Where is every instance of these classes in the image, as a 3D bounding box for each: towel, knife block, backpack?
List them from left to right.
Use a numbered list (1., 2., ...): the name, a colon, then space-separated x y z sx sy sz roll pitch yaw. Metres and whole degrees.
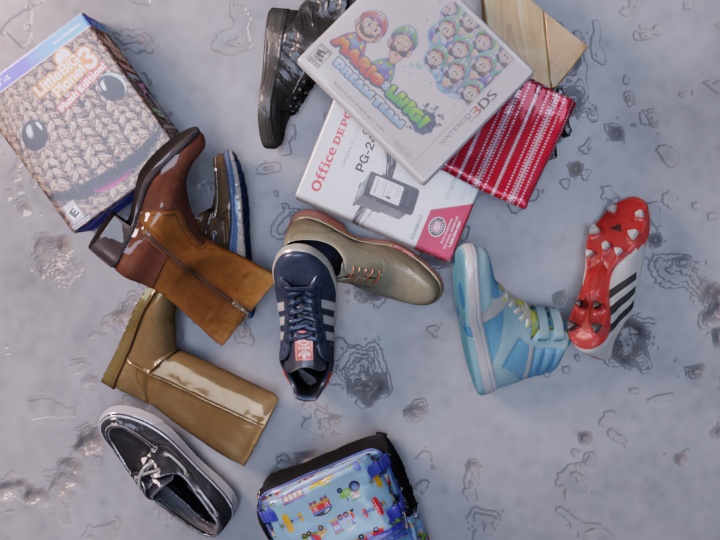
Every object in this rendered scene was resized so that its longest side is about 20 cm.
1. backpack: -0.012 0.315 1.668 0.182 0.135 0.201 -21 95 3
2. towel: 0.128 -0.175 1.617 0.200 0.022 0.145 27 83 0
3. knife block: 0.173 -0.221 1.668 0.200 0.064 0.176 39 93 -1

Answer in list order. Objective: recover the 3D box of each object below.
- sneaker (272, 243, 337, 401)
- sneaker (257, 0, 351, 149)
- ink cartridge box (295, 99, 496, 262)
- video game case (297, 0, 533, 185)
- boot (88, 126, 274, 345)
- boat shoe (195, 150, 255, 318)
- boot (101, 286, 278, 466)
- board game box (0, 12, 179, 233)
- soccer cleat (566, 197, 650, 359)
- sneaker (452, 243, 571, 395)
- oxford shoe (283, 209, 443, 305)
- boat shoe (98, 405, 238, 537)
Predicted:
1. sneaker: -0.062 0.065 1.635 0.075 0.085 0.200 -2 127 9
2. sneaker: -0.061 -0.241 1.675 0.104 0.060 0.201 4 90 6
3. ink cartridge box: 0.038 -0.113 1.667 0.199 0.083 0.146 22 93 0
4. video game case: 0.062 -0.227 1.596 0.200 0.024 0.182 44 83 3
5. boot: -0.175 -0.039 1.612 0.200 0.068 0.189 35 88 -18
6. boat shoe: -0.168 -0.040 1.682 0.072 0.072 0.201 -3 93 3
7. boot: -0.186 0.113 1.693 0.200 0.066 0.175 28 112 1
8. board game box: -0.320 -0.170 1.667 0.159 0.097 0.200 -36 92 3
9. soccer cleat: 0.298 0.010 1.680 0.068 0.085 0.201 9 69 33
10. sneaker: 0.180 0.045 1.657 0.130 0.080 0.201 -12 124 -2
11. oxford shoe: 0.000 0.000 1.669 0.199 0.074 0.071 22 121 1
12. boat shoe: -0.236 0.242 1.694 0.200 0.068 0.072 43 117 -3
